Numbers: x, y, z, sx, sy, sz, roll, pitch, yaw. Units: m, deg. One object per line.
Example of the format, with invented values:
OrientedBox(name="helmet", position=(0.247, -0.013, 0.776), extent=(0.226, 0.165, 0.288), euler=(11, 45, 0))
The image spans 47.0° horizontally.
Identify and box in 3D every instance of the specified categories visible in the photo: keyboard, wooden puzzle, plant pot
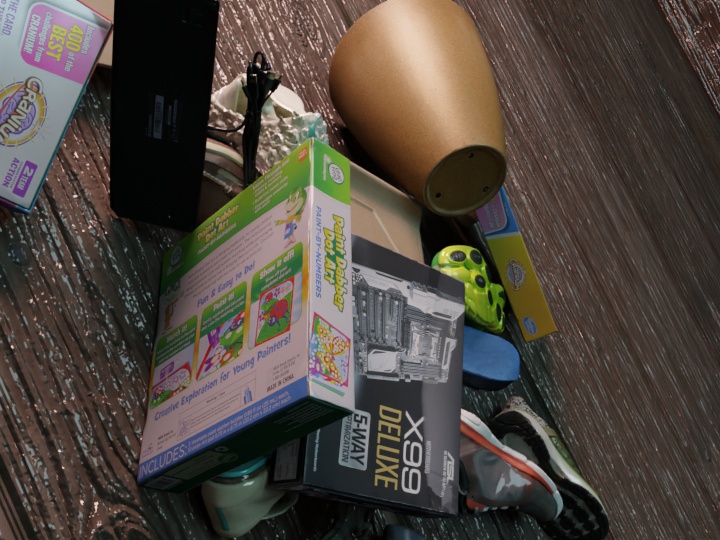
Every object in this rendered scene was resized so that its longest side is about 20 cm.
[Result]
OrientedBox(name="keyboard", position=(-0.127, -0.114, 0.630), extent=(0.125, 0.202, 0.021), euler=(13, 36, -2))
OrientedBox(name="wooden puzzle", position=(0.000, 0.000, 0.769), extent=(0.184, 0.037, 0.203), euler=(25, 53, -41))
OrientedBox(name="plant pot", position=(0.079, -0.161, 0.889), extent=(0.185, 0.187, 0.202), euler=(22, 33, -39))

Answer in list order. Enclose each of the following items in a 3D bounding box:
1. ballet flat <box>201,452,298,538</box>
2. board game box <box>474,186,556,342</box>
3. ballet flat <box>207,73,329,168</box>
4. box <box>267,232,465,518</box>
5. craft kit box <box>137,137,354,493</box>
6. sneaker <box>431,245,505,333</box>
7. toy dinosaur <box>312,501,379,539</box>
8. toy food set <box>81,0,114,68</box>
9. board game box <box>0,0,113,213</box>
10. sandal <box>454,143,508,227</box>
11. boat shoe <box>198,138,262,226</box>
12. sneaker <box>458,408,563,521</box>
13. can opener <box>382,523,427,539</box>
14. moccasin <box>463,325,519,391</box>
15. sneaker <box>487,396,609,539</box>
OrientedBox(name="ballet flat", position=(-0.054, 0.152, 0.681), extent=(0.199, 0.069, 0.070), euler=(-26, 86, -51))
OrientedBox(name="board game box", position=(0.178, -0.033, 1.004), extent=(0.153, 0.040, 0.203), euler=(-66, 134, -74))
OrientedBox(name="ballet flat", position=(-0.085, -0.139, 0.733), extent=(0.071, 0.073, 0.199), euler=(15, 13, -42))
OrientedBox(name="box", position=(0.012, 0.085, 0.665), extent=(0.156, 0.049, 0.204), euler=(22, 62, -34))
OrientedBox(name="craft kit box", position=(-0.085, 0.036, 0.600), extent=(0.048, 0.199, 0.201), euler=(23, 51, -38))
OrientedBox(name="sneaker", position=(0.105, 0.032, 0.889), extent=(0.200, 0.082, 0.075), euler=(44, 44, -63))
OrientedBox(name="toy dinosaur", position=(0.004, 0.174, 0.705), extent=(0.047, 0.089, 0.202), euler=(17, 59, 14))
OrientedBox(name="toy food set", position=(-0.226, -0.236, 0.746), extent=(0.198, 0.060, 0.146), euler=(1, 77, -48))
OrientedBox(name="board game box", position=(-0.287, -0.150, 0.550), extent=(0.198, 0.040, 0.155), euler=(29, 77, -35))
OrientedBox(name="sandal", position=(0.172, -0.149, 1.130), extent=(0.077, 0.069, 0.214), euler=(40, 41, -24))
OrientedBox(name="boat shoe", position=(-0.113, -0.053, 0.727), extent=(0.200, 0.074, 0.076), euler=(21, 48, -41))
OrientedBox(name="sneaker", position=(0.125, 0.216, 0.849), extent=(0.199, 0.077, 0.083), euler=(40, 69, -21))
OrientedBox(name="can opener", position=(0.095, 0.299, 0.746), extent=(0.199, 0.063, 0.079), euler=(40, 40, -24))
OrientedBox(name="moccasin", position=(0.063, 0.083, 0.842), extent=(0.197, 0.068, 0.081), euler=(27, 57, -5))
OrientedBox(name="sneaker", position=(0.221, 0.222, 0.944), extent=(0.201, 0.076, 0.089), euler=(55, 29, -10))
